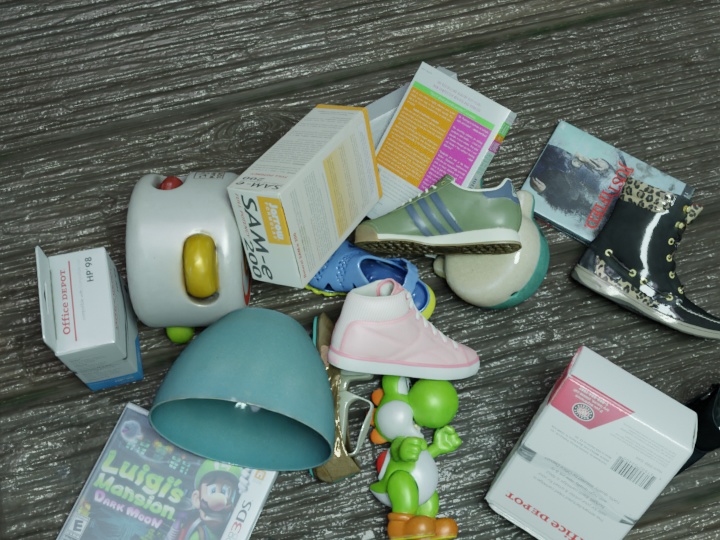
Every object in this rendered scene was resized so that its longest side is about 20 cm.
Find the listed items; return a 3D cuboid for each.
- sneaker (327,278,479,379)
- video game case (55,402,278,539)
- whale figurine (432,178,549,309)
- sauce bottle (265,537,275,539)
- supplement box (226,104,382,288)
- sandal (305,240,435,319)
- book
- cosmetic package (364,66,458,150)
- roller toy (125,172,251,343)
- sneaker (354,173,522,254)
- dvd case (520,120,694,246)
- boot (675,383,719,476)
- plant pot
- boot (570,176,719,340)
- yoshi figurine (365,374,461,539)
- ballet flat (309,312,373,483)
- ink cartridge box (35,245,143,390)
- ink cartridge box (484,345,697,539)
[{"bbox_3d":[0.062,0.067,1.030,0.199,0.075,0.105,8,96,-28],"label":"sneaker"},{"bbox_3d":[-0.221,0.273,1.022,0.199,0.023,0.182,22,70,7],"label":"video game case"},{"bbox_3d":[0.162,-0.041,1.118,0.159,0.104,0.200,-42,47,23],"label":"whale figurine"},{"bbox_3d":[-0.025,0.360,0.973,0.199,0.065,0.065,27,71,11],"label":"sauce bottle"},{"bbox_3d":[-0.058,-0.090,1.026,0.073,0.126,0.200,10,40,28],"label":"supplement box"},{"bbox_3d":[0.000,0.000,1.099,0.199,0.087,0.080,17,71,7],"label":"sandal"},{"bbox_3d":[0.086,-0.135,1.099,0.133,0.048,0.200,36,103,26],"label":"book"},{"bbox_3d":[0.043,-0.184,1.167,0.200,0.083,0.051,-30,37,-12],"label":"cosmetic package"},{"bbox_3d":[-0.191,-0.026,1.048,0.139,0.200,0.183,-1,63,-2],"label":"roller toy"},{"bbox_3d":[0.093,-0.068,1.046,0.199,0.067,0.090,1,77,20],"label":"sneaker"},{"bbox_3d":[0.321,-0.097,1.176,0.200,0.022,0.146,31,72,8],"label":"dvd case"},{"bbox_3d":[0.369,0.181,0.993,0.200,0.168,0.077,-29,73,-11],"label":"boot"},{"bbox_3d":[-0.117,0.121,0.977,0.199,0.200,0.135,9,59,2],"label":"plant pot"},{"bbox_3d":[0.379,-0.014,1.092,0.199,0.073,0.151,26,97,15],"label":"boot"},{"bbox_3d":[0.074,0.204,1.018,0.111,0.112,0.201,1,66,-18],"label":"yoshi figurine"},{"bbox_3d":[-0.020,0.148,1.047,0.072,0.068,0.201,-4,70,13],"label":"ballet flat"},{"bbox_3d":[-0.303,0.053,1.010,0.066,0.200,0.116,-10,70,-6],"label":"ink cartridge box"},{"bbox_3d":[0.247,0.206,0.965,0.145,0.200,0.085,31,30,10],"label":"ink cartridge box"}]
